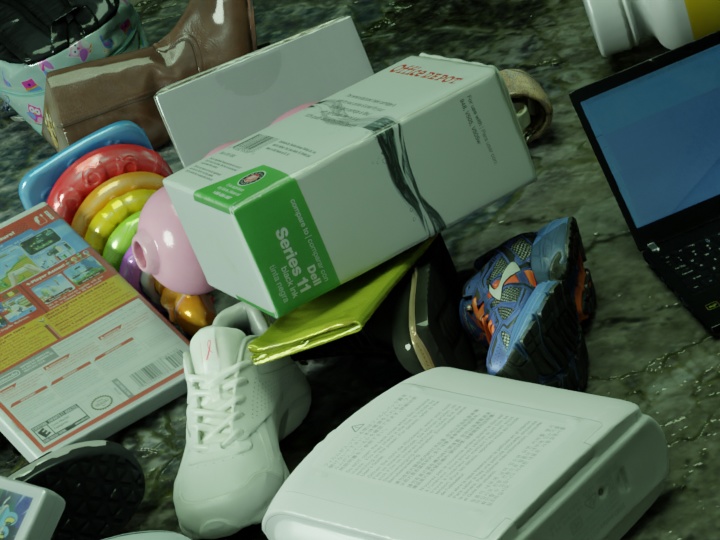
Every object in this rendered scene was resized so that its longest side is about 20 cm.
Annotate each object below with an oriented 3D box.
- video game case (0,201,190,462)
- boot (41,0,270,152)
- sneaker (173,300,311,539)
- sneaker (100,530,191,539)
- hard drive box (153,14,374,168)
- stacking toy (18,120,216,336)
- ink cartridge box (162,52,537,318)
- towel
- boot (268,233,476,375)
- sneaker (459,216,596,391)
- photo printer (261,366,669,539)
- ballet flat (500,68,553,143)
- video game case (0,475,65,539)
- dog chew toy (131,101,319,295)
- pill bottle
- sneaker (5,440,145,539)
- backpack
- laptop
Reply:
[{"bbox_3d":[-0.217,0.042,1.833,0.143,0.017,0.200,-29,54,-27],"label":"video game case"},{"bbox_3d":[-0.178,-0.184,2.158,0.200,0.187,0.064,-20,3,-3],"label":"boot"},{"bbox_3d":[-0.086,0.088,1.668,0.078,0.099,0.200,-14,27,12],"label":"sneaker"},{"bbox_3d":[-0.188,0.186,1.579,0.200,0.073,0.071,-18,39,7],"label":"sneaker"},{"bbox_3d":[-0.069,-0.129,2.012,0.156,0.077,0.200,-22,5,0],"label":"hard drive box"},{"bbox_3d":[-0.151,-0.011,1.918,0.110,0.116,0.200,-30,40,-13],"label":"stacking toy"},{"bbox_3d":[-0.007,-0.059,1.729,0.200,0.083,0.147,-28,17,-15],"label":"ink cartridge box"},{"bbox_3d":[0.000,0.000,1.713,0.086,0.018,0.200,-21,15,30],"label":"towel"},{"bbox_3d":[-0.002,0.043,1.741,0.138,0.078,0.200,-21,13,7],"label":"boot"},{"bbox_3d":[0.100,0.034,1.684,0.078,0.075,0.200,-14,18,16],"label":"sneaker"},{"bbox_3d":[0.052,0.127,1.535,0.200,0.070,0.166,9,39,44],"label":"photo printer"},{"bbox_3d":[0.052,-0.090,1.949,0.200,0.068,0.067,-28,35,-12],"label":"ballet flat"},{"bbox_3d":[-0.272,0.204,1.556,0.182,0.023,0.200,10,70,45],"label":"video game case"},{"bbox_3d":[-0.064,-0.042,1.847,0.200,0.125,0.125,-19,24,-25],"label":"dog chew toy"},{"bbox_3d":[0.265,-0.230,2.011,0.200,0.111,0.111,-17,27,5],"label":"pill bottle"},{"bbox_3d":[-0.234,0.157,1.673,0.200,0.072,0.083,-28,26,-15],"label":"sneaker"},{"bbox_3d":[-0.247,-0.189,2.268,0.167,0.127,0.200,-37,29,-7],"label":"backpack"},{"bbox_3d":[0.258,-0.071,1.729,0.177,0.103,0.200,-23,27,-5],"label":"laptop"}]
